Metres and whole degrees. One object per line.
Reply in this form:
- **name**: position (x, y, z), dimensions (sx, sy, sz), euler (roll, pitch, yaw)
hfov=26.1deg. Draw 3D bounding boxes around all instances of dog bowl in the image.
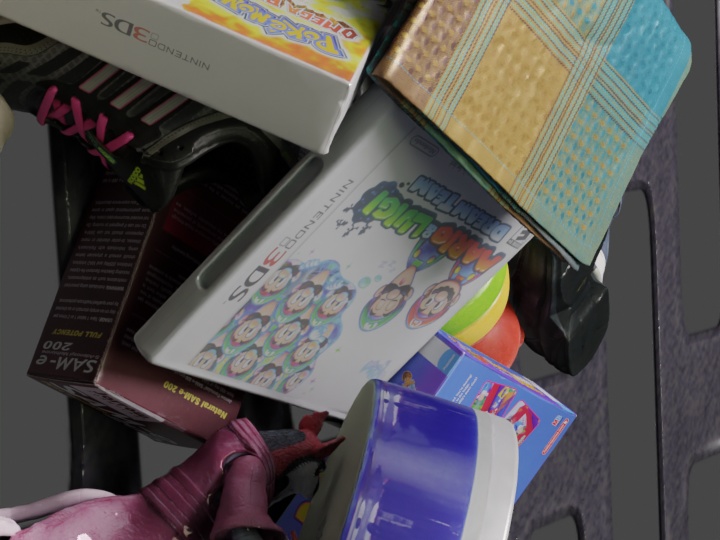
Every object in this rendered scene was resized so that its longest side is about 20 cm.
- **dog bowl**: position (0.010, 0.161, 0.813), dimensions (0.079, 0.200, 0.200), euler (19, 72, -4)

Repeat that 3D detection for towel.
- **towel**: position (0.092, -0.106, 0.777), dimensions (0.200, 0.022, 0.147), euler (38, 77, -45)

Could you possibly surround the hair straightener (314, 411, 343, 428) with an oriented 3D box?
- **hair straightener**: position (0.040, 0.109, 1.047), dimensions (0.200, 0.041, 0.077), euler (15, 80, -48)

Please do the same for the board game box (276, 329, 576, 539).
- **board game box**: position (0.032, 0.142, 0.972), dimensions (0.134, 0.045, 0.200), euler (31, 96, -46)

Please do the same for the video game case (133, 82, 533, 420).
- **video game case**: position (0.000, 0.000, 0.836), dimensions (0.182, 0.024, 0.200), euler (-46, 149, 12)

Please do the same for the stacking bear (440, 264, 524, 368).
- **stacking bear**: position (0.046, 0.005, 1.000), dimensions (0.121, 0.114, 0.200), euler (-37, 138, -3)

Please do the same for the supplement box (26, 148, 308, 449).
- **supplement box**: position (-0.098, -0.012, 0.867), dimensions (0.109, 0.061, 0.200), euler (36, 64, -45)

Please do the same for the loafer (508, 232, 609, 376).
- **loafer**: position (0.121, -0.009, 1.040), dimensions (0.073, 0.072, 0.200), euler (-46, 148, -32)

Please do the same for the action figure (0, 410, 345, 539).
- **action figure**: position (-0.099, 0.130, 0.823), dimensions (0.200, 0.134, 0.149), euler (-39, 97, -14)

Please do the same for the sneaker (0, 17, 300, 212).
- **sneaker**: position (-0.117, -0.076, 0.779), dimensions (0.200, 0.074, 0.087), euler (8, 69, -20)

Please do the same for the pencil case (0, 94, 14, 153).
- **pencil case**: position (-0.223, -0.001, 0.710), dimensions (0.089, 0.078, 0.200), euler (38, 63, -60)

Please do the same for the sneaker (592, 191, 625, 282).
- **sneaker**: position (0.121, -0.096, 1.112), dimensions (0.202, 0.077, 0.146), euler (50, 47, -28)

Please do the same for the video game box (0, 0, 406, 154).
- **video game box**: position (-0.081, -0.149, 0.751), dimensions (0.182, 0.200, 0.047), euler (-67, -179, -55)
